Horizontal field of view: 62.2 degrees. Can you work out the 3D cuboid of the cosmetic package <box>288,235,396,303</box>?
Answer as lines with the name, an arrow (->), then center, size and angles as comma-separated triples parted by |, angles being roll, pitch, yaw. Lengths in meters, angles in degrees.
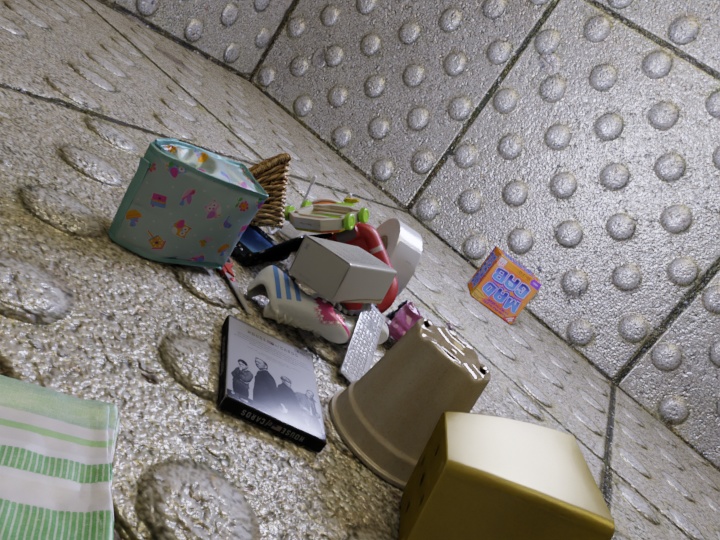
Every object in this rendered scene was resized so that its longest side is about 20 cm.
cosmetic package -> -0.025, 0.002, 1.049 | 0.103, 0.074, 0.199 | 33, 12, 25

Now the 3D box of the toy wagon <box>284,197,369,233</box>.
toy wagon -> -0.060, -0.119, 1.259 | 0.153, 0.040, 0.200 | 10, 19, 25

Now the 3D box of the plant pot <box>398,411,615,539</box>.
plant pot -> 0.151, 0.286, 0.714 | 0.175, 0.202, 0.200 | 25, 14, 1

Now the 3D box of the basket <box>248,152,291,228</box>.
basket -> -0.225, -0.176, 1.227 | 0.140, 0.151, 0.200 | 5, 11, -13

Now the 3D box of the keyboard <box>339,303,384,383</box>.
keyboard -> 0.006, 0.127, 1.050 | 0.056, 0.011, 0.201 | 44, 34, -16

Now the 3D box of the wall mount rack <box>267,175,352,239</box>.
wall mount rack -> -0.116, -0.125, 1.375 | 0.199, 0.174, 0.075 | 30, -31, 29

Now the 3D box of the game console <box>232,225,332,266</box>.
game console -> -0.179, -0.078, 1.199 | 0.175, 0.117, 0.200 | 39, 14, 10

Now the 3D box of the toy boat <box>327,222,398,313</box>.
toy boat -> 0.000, 0.000, 1.250 | 0.131, 0.129, 0.202 | 4, 63, -86

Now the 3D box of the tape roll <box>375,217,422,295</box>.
tape roll -> 0.060, -0.020, 1.412 | 0.070, 0.203, 0.203 | 31, 15, -21

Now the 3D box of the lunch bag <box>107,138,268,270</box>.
lunch bag -> -0.276, -0.104, 0.933 | 0.199, 0.171, 0.122 | 12, 30, -49

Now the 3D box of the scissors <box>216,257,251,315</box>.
scissors -> -0.220, 0.011, 1.027 | 0.200, 0.014, 0.073 | 44, 15, 28

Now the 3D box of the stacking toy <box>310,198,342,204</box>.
stacking toy -> -0.088, -0.064, 1.433 | 0.145, 0.146, 0.201 | 31, 34, -20

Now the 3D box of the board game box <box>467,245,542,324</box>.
board game box -> 0.576, 0.055, 2.409 | 0.199, 0.201, 0.200 | 35, 14, -3

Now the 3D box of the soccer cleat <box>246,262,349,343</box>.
soccer cleat -> -0.108, 0.070, 0.994 | 0.199, 0.086, 0.070 | 37, -29, 25

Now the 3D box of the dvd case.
dvd case -> -0.122, 0.147, 0.813 | 0.149, 0.025, 0.200 | 31, 15, -22

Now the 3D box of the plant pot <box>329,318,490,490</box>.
plant pot -> 0.086, 0.181, 0.876 | 0.199, 0.184, 0.201 | 34, 14, -10

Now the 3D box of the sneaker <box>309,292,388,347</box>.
sneaker -> -0.022, 0.110, 1.099 | 0.198, 0.075, 0.082 | 23, 33, -38

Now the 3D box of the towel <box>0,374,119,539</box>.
towel -> -0.259, 0.156, 0.458 | 0.151, 0.024, 0.200 | 27, 18, -32

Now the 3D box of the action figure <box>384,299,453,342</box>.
action figure -> 0.124, 0.167, 1.259 | 0.201, 0.133, 0.149 | 51, -27, 6
